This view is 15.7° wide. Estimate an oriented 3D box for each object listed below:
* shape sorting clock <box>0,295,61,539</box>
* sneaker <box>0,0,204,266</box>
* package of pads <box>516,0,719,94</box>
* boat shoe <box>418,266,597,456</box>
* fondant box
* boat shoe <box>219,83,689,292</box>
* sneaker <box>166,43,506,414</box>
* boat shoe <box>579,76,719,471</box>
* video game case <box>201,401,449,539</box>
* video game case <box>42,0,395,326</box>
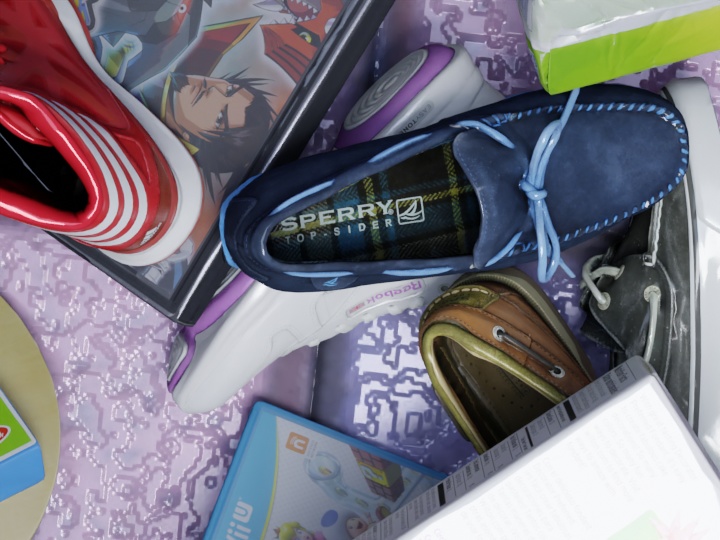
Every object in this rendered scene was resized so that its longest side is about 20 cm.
[{"bbox_3d":[-0.227,0.067,1.108,0.198,0.039,0.201,7,54,-10],"label":"shape sorting clock"},{"bbox_3d":[-0.155,-0.085,1.058,0.200,0.115,0.079,38,97,19],"label":"sneaker"},{"bbox_3d":[0.151,-0.167,1.081,0.199,0.155,0.068,-14,137,1],"label":"package of pads"},{"bbox_3d":[0.093,0.091,1.093,0.200,0.068,0.072,47,116,-1],"label":"boat shoe"},{"bbox_3d":[0.069,0.150,1.032,0.199,0.058,0.145,-33,95,5],"label":"fondant box"},{"bbox_3d":[0.045,-0.023,1.061,0.199,0.069,0.085,-20,102,-8],"label":"boat shoe"},{"bbox_3d":[0.000,0.000,1.129,0.100,0.075,0.200,42,101,-18],"label":"sneaker"},{"bbox_3d":[0.128,0.017,1.132,0.063,0.071,0.202,-1,96,-1],"label":"boat shoe"},{"bbox_3d":[0.026,0.147,1.119,0.199,0.144,0.018,21,138,-1],"label":"video game case"},{"bbox_3d":[-0.092,-0.108,1.113,0.180,0.025,0.201,33,94,19],"label":"video game case"}]
